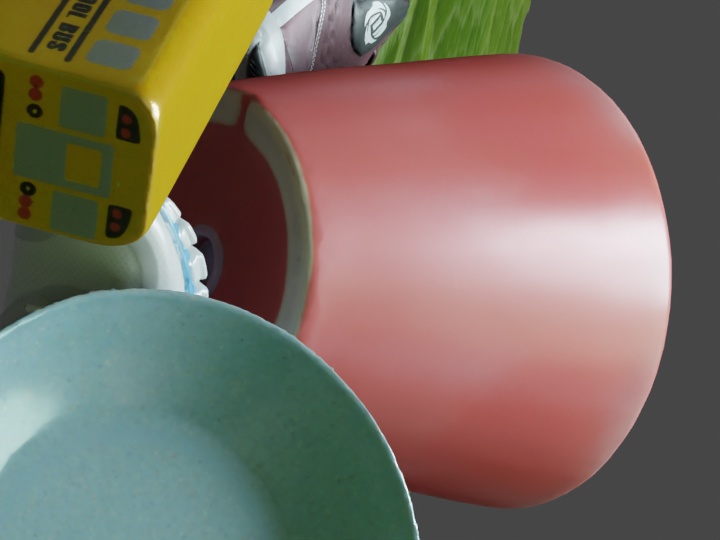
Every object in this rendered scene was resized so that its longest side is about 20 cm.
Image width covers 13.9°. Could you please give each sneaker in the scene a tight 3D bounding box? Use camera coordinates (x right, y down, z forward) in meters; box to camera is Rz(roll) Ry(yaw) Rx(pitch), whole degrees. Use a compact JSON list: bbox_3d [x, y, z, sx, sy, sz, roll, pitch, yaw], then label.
[{"bbox_3d":[-0.108,0.050,1.096,0.087,0.075,0.201,-59,161,-49],"label":"sneaker"},{"bbox_3d":[-0.019,-0.078,1.371,0.115,0.076,0.200,-43,158,-24],"label":"sneaker"}]

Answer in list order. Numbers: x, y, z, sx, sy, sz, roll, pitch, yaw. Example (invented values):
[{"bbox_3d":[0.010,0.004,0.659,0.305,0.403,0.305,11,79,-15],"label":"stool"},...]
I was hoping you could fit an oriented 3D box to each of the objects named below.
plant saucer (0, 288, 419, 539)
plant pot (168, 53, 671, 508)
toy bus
[{"bbox_3d":[-0.076,0.108,1.044,0.039,0.200,0.202,-33,-142,64],"label":"plant saucer"},{"bbox_3d":[0.000,0.000,1.240,0.177,0.200,0.201,3,104,-40],"label":"plant pot"},{"bbox_3d":[-0.079,-0.093,1.014,0.200,0.078,0.065,-67,168,-54],"label":"toy bus"}]
